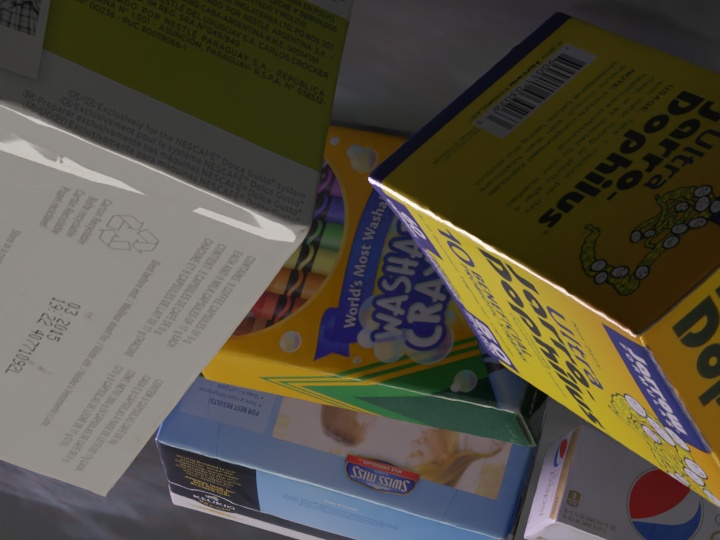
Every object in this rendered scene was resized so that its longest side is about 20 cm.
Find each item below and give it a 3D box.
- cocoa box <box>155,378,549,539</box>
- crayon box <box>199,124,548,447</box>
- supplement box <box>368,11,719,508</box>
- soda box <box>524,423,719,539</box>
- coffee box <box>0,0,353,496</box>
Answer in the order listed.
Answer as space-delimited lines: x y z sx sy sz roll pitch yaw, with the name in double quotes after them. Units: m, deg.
0.001 0.082 1.262 0.200 0.133 0.131 15 159 6 "cocoa box"
0.000 0.000 1.059 0.200 0.126 0.052 10 158 19 "crayon box"
0.111 -0.005 0.840 0.109 0.110 0.200 55 169 -31 "supplement box"
0.209 0.164 1.401 0.200 0.068 0.064 20 160 -8 "soda box"
-0.130 -0.074 0.806 0.200 0.198 0.200 22 141 -16 "coffee box"
